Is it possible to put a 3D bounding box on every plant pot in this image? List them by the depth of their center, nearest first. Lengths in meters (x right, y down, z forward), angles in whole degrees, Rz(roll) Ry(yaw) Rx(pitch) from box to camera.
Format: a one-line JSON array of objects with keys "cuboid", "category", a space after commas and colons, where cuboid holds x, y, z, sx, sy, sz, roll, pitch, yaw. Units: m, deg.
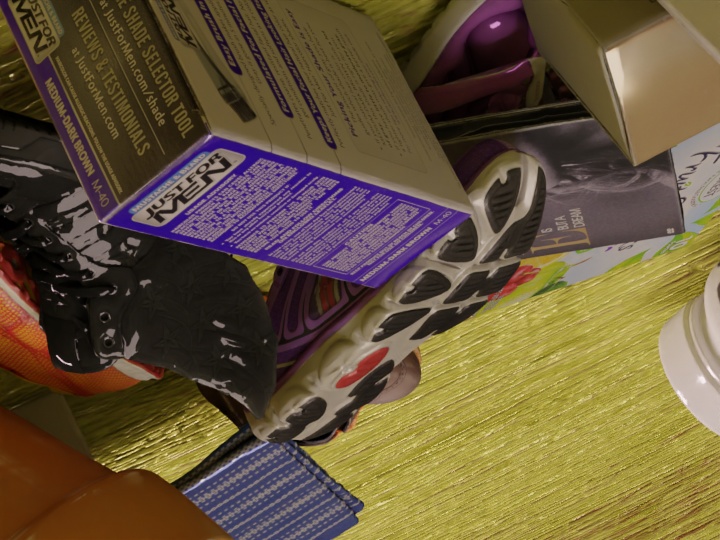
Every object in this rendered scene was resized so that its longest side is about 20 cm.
[{"cuboid": [-0.188, 0.141, 1.142, 0.200, 0.183, 0.200, -45, 164, -17], "category": "plant pot"}]

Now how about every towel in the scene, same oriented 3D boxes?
[{"cuboid": [-0.081, 0.140, 1.316, 0.144, 0.024, 0.200, -33, 158, 2], "category": "towel"}]

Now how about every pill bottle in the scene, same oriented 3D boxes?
[{"cuboid": [0.286, 0.014, 1.524, 0.113, 0.114, 0.200, -1, 147, -47], "category": "pill bottle"}]

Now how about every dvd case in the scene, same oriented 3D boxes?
[{"cuboid": [0.049, -0.034, 1.163, 0.198, 0.016, 0.149, -8, 158, 8], "category": "dvd case"}]

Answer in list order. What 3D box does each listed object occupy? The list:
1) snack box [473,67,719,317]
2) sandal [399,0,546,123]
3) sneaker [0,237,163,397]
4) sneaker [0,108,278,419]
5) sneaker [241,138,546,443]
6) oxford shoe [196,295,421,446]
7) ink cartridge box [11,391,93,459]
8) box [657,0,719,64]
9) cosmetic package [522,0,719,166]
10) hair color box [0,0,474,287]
[{"cuboid": [0.135, -0.054, 1.270, 0.141, 0.053, 0.200, -19, 162, -21], "category": "snack box"}, {"cuboid": [0.052, -0.077, 1.146, 0.082, 0.050, 0.203, -3, 148, -45], "category": "sandal"}, {"cuboid": [-0.150, 0.018, 1.111, 0.077, 0.073, 0.200, -14, 155, 10], "category": "sneaker"}, {"cuboid": [-0.112, -0.004, 1.016, 0.199, 0.060, 0.105, 11, 98, -39], "category": "sneaker"}, {"cuboid": [0.000, 0.000, 1.123, 0.200, 0.084, 0.080, -41, 160, 32], "category": "sneaker"}, {"cuboid": [-0.024, 0.065, 1.342, 0.071, 0.073, 0.199, -39, 155, 26], "category": "oxford shoe"}, {"cuboid": [-0.225, 0.159, 1.310, 0.199, 0.085, 0.146, -24, 158, -10], "category": "ink cartridge box"}, {"cuboid": [0.233, -0.102, 0.965, 0.152, 0.106, 0.200, -48, 130, 11], "category": "box"}, {"cuboid": [0.173, -0.138, 1.050, 0.199, 0.105, 0.071, -26, 132, -5], "category": "cosmetic package"}, {"cuboid": [-0.045, -0.064, 0.989, 0.065, 0.110, 0.200, -36, 155, 20], "category": "hair color box"}]
